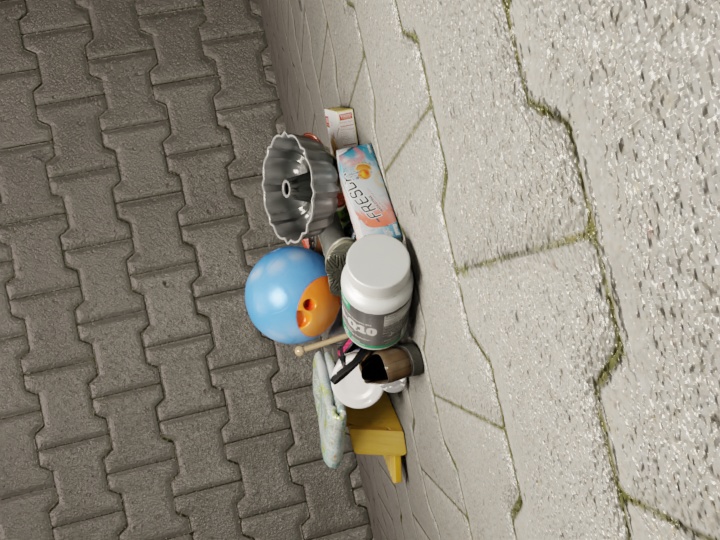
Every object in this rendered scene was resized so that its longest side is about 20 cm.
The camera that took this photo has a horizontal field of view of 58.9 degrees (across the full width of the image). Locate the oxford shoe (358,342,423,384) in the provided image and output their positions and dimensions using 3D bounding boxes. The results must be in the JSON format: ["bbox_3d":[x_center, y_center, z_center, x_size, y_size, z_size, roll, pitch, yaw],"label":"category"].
[{"bbox_3d":[0.029,0.165,1.124,0.200,0.084,0.073,-33,72,67],"label":"oxford shoe"}]

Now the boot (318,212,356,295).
[{"bbox_3d":[-0.051,-0.074,1.236,0.182,0.072,0.201,108,158,-55],"label":"boot"}]

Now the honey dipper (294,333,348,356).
[{"bbox_3d":[-0.041,0.141,1.331,0.038,0.199,0.038,162,90,-82],"label":"honey dipper"}]

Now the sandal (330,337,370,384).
[{"bbox_3d":[-0.001,0.126,1.118,0.045,0.200,0.075,43,138,2],"label":"sandal"}]

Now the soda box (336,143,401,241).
[{"bbox_3d":[0.012,-0.113,1.070,0.069,0.063,0.201,90,165,-59],"label":"soda box"}]

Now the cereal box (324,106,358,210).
[{"bbox_3d":[-0.031,-0.226,1.289,0.144,0.039,0.201,-129,28,-71],"label":"cereal box"}]

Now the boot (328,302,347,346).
[{"bbox_3d":[-0.033,0.066,1.412,0.200,0.069,0.132,-65,-30,-56],"label":"boot"}]

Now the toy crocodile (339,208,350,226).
[{"bbox_3d":[-0.037,-0.117,1.446,0.068,0.061,0.201,-44,60,50],"label":"toy crocodile"}]

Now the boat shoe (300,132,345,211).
[{"bbox_3d":[-0.073,-0.205,1.238,0.063,0.071,0.201,107,146,-49],"label":"boat shoe"}]

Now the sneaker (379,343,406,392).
[{"bbox_3d":[0.050,0.137,1.242,0.082,0.074,0.201,-20,-87,-61],"label":"sneaker"}]

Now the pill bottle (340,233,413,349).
[{"bbox_3d":[0.025,0.036,1.008,0.200,0.112,0.114,90,166,-58],"label":"pill bottle"}]

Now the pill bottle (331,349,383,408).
[{"bbox_3d":[0.006,0.208,1.360,0.200,0.110,0.112,-54,-46,-79],"label":"pill bottle"}]

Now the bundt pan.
[{"bbox_3d":[-0.105,-0.151,1.169,0.201,0.075,0.203,17,111,53],"label":"bundt pan"}]

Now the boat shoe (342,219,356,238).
[{"bbox_3d":[0.000,0.000,1.299,0.091,0.070,0.202,-128,27,-70],"label":"boat shoe"}]

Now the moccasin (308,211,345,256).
[{"bbox_3d":[-0.077,-0.106,1.394,0.074,0.077,0.203,-161,62,-68],"label":"moccasin"}]

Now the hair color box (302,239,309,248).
[{"bbox_3d":[-0.080,-0.041,1.511,0.102,0.061,0.201,-63,-45,-69],"label":"hair color box"}]

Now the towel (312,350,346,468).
[{"bbox_3d":[-0.071,0.301,1.399,0.201,0.048,0.172,-109,17,-49],"label":"towel"}]

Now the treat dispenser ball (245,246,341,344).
[{"bbox_3d":[-0.138,0.051,1.323,0.201,0.199,0.202,168,90,-82],"label":"treat dispenser ball"}]

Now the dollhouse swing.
[{"bbox_3d":[0.012,0.392,1.519,0.200,0.180,0.177,-118,38,-63],"label":"dollhouse swing"}]
